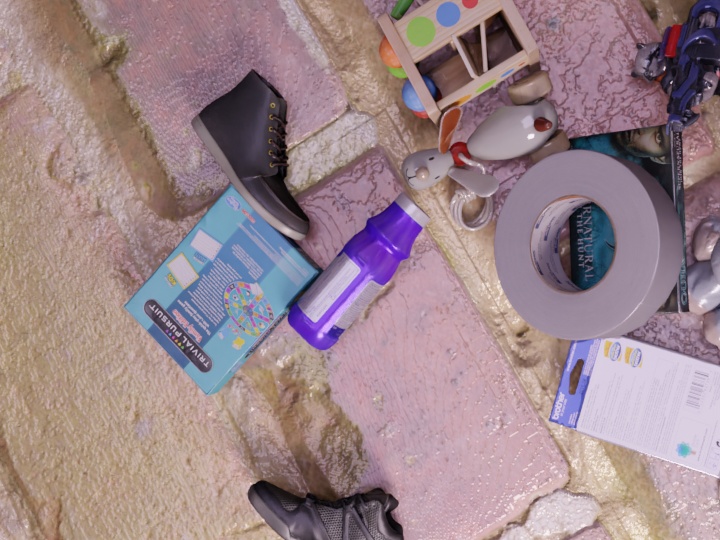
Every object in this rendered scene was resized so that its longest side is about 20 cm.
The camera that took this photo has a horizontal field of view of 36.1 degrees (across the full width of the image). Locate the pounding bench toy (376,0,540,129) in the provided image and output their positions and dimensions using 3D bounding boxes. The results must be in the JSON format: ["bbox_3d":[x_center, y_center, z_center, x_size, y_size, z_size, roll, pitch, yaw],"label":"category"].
[{"bbox_3d":[0.088,-0.283,1.249,0.154,0.124,0.202,-29,84,9],"label":"pounding bench toy"}]

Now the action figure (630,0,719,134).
[{"bbox_3d":[0.384,-0.194,1.205,0.191,0.105,0.202,24,63,15],"label":"action figure"}]

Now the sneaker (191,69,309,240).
[{"bbox_3d":[-0.106,-0.138,1.305,0.106,0.075,0.201,-41,81,10],"label":"sneaker"}]

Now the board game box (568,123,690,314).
[{"bbox_3d":[0.294,-0.053,1.224,0.134,0.028,0.204,-4,87,42],"label":"board game box"}]

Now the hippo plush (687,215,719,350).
[{"bbox_3d":[0.437,0.015,1.161,0.196,0.161,0.163,-1,88,10],"label":"hippo plush"}]

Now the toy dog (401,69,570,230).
[{"bbox_3d":[0.146,-0.138,1.230,0.132,0.096,0.200,44,101,-7],"label":"toy dog"}]

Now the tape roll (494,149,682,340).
[{"bbox_3d":[0.244,-0.027,1.200,0.198,0.066,0.204,-1,88,39],"label":"tape roll"}]

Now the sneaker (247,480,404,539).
[{"bbox_3d":[-0.031,0.280,1.285,0.198,0.076,0.115,32,92,6],"label":"sneaker"}]

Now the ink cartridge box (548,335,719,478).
[{"bbox_3d":[0.321,0.143,1.241,0.197,0.042,0.121,16,92,8],"label":"ink cartridge box"}]

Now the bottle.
[{"bbox_3d":[0.000,0.000,1.279,0.065,0.083,0.201,42,97,9],"label":"bottle"}]

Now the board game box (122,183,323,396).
[{"bbox_3d":[-0.163,0.023,1.327,0.151,0.047,0.200,44,96,8],"label":"board game box"}]
